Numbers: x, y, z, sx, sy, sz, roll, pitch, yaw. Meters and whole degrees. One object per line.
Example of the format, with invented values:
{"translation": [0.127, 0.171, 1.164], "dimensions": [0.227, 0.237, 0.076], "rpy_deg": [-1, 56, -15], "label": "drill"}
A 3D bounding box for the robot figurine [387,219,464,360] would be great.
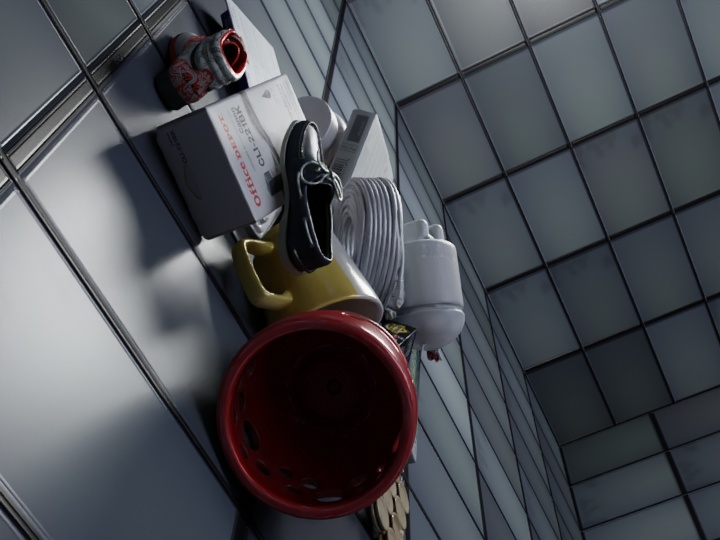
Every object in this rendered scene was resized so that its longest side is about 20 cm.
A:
{"translation": [0.092, 0.030, 1.401], "dimensions": [0.169, 0.112, 0.202], "rpy_deg": [10, 68, -47], "label": "robot figurine"}

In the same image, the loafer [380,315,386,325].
{"translation": [0.046, 0.020, 1.608], "dimensions": [0.201, 0.071, 0.073], "rpy_deg": [67, 5, -47], "label": "loafer"}

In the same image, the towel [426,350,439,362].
{"translation": [0.099, 0.040, 1.624], "dimensions": [0.145, 0.022, 0.202], "rpy_deg": [-104, -178, -73], "label": "towel"}

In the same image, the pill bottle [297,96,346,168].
{"translation": [-0.063, -0.194, 1.575], "dimensions": [0.200, 0.113, 0.115], "rpy_deg": [54, 17, -63], "label": "pill bottle"}

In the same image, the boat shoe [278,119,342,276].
{"translation": [-0.059, -0.094, 1.138], "dimensions": [0.075, 0.061, 0.202], "rpy_deg": [35, 49, -48], "label": "boat shoe"}

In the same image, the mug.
{"translation": [-0.069, 0.008, 1.207], "dimensions": [0.187, 0.148, 0.154], "rpy_deg": [74, -8, -62], "label": "mug"}

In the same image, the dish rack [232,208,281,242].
{"translation": [-0.158, -0.129, 1.299], "dimensions": [0.200, 0.043, 0.173], "rpy_deg": [-72, 138, -70], "label": "dish rack"}

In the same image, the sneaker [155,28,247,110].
{"translation": [-0.196, -0.279, 1.249], "dimensions": [0.068, 0.107, 0.202], "rpy_deg": [60, 14, -26], "label": "sneaker"}

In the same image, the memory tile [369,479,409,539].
{"translation": [0.034, 0.311, 1.353], "dimensions": [0.200, 0.017, 0.155], "rpy_deg": [-58, 131, -76], "label": "memory tile"}

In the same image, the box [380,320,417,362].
{"translation": [0.011, 0.163, 1.229], "dimensions": [0.200, 0.046, 0.161], "rpy_deg": [-31, 136, -69], "label": "box"}

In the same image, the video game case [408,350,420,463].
{"translation": [0.072, 0.177, 1.501], "dimensions": [0.182, 0.023, 0.202], "rpy_deg": [73, 18, -59], "label": "video game case"}

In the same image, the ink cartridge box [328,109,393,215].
{"translation": [-0.002, -0.141, 1.557], "dimensions": [0.200, 0.050, 0.164], "rpy_deg": [72, 36, -64], "label": "ink cartridge box"}

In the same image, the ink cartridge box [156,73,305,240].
{"translation": [-0.140, -0.143, 1.170], "dimensions": [0.200, 0.083, 0.145], "rpy_deg": [-42, 112, -57], "label": "ink cartridge box"}

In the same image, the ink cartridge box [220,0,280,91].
{"translation": [-0.175, -0.322, 1.561], "dimensions": [0.200, 0.043, 0.198], "rpy_deg": [36, 36, -65], "label": "ink cartridge box"}

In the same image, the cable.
{"translation": [0.004, -0.031, 1.343], "dimensions": [0.200, 0.068, 0.202], "rpy_deg": [169, -75, -74], "label": "cable"}

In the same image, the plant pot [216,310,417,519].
{"translation": [-0.039, 0.137, 1.005], "dimensions": [0.183, 0.199, 0.202], "rpy_deg": [-54, 121, -85], "label": "plant pot"}
